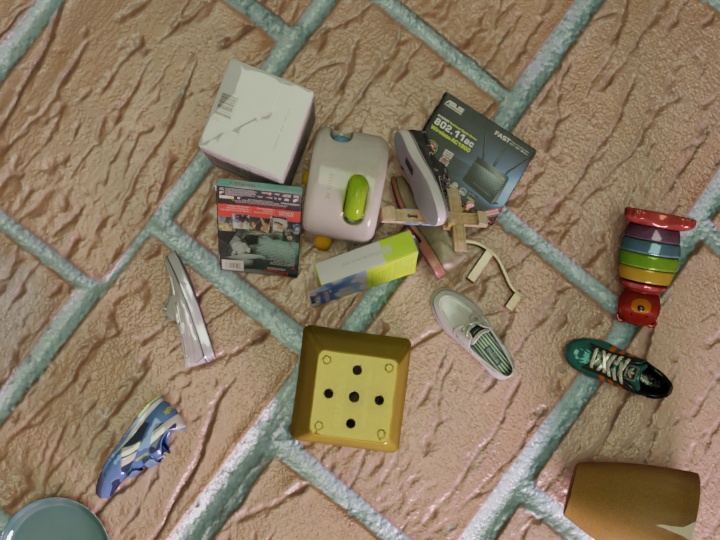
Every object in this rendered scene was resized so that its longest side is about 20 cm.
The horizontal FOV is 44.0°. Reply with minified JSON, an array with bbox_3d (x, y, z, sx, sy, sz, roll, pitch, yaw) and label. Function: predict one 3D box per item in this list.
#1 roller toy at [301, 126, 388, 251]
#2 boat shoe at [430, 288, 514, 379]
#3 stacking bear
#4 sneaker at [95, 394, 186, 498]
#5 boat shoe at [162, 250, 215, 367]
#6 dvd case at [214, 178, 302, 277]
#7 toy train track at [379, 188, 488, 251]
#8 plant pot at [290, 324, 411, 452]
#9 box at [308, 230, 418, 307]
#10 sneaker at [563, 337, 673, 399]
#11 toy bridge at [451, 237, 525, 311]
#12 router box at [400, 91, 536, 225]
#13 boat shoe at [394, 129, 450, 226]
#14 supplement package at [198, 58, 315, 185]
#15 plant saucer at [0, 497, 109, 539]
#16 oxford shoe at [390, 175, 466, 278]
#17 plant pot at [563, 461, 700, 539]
[{"bbox_3d":[-0.033,-0.144,1.519,0.137,0.201,0.186,10,63,-2],"label":"roller toy"},{"bbox_3d":[0.205,0.108,1.571,0.200,0.067,0.074,44,86,0],"label":"boat shoe"},{"bbox_3d":[0.505,-0.002,1.570,0.119,0.114,0.204,10,98,8],"label":"stacking bear"},{"bbox_3d":[-0.380,0.316,1.534,0.082,0.074,0.201,36,87,-2],"label":"sneaker"},{"bbox_3d":[-0.312,0.069,1.548,0.064,0.074,0.204,-19,87,-7],"label":"boat shoe"},{"bbox_3d":[-0.172,-0.068,1.515,0.143,0.202,0.022,5,45,-1],"label":"dvd case"},{"bbox_3d":[0.130,-0.093,1.503,0.196,0.033,0.117,1,69,-19],"label":"toy train track"},{"bbox_3d":[-0.013,0.206,1.502,0.196,0.176,0.204,8,87,-3],"label":"plant pot"},{"bbox_3d":[0.000,0.000,1.540,0.196,0.122,0.048,-19,75,-4],"label":"box"},{"bbox_3d":[0.459,0.171,1.571,0.197,0.080,0.073,21,86,-1],"label":"sneaker"},{"bbox_3d":[0.215,-0.009,1.597,0.199,0.027,0.068,37,85,1],"label":"toy bridge"},{"bbox_3d":[0.192,-0.198,1.588,0.198,0.062,0.151,32,86,0],"label":"router box"},{"bbox_3d":[0.117,-0.161,1.492,0.065,0.071,0.202,-10,51,-17],"label":"boat shoe"},{"bbox_3d":[-0.169,-0.235,1.506,0.148,0.200,0.154,21,86,-1],"label":"supplement package"},{"bbox_3d":[-0.527,0.494,1.540,0.196,0.027,0.205,0,88,-3],"label":"plant saucer"},{"bbox_3d":[0.118,-0.088,1.565,0.074,0.070,0.202,-29,76,4],"label":"oxford shoe"},{"bbox_3d":[0.455,0.407,1.523,0.196,0.186,0.190,16,86,12],"label":"plant pot"}]
